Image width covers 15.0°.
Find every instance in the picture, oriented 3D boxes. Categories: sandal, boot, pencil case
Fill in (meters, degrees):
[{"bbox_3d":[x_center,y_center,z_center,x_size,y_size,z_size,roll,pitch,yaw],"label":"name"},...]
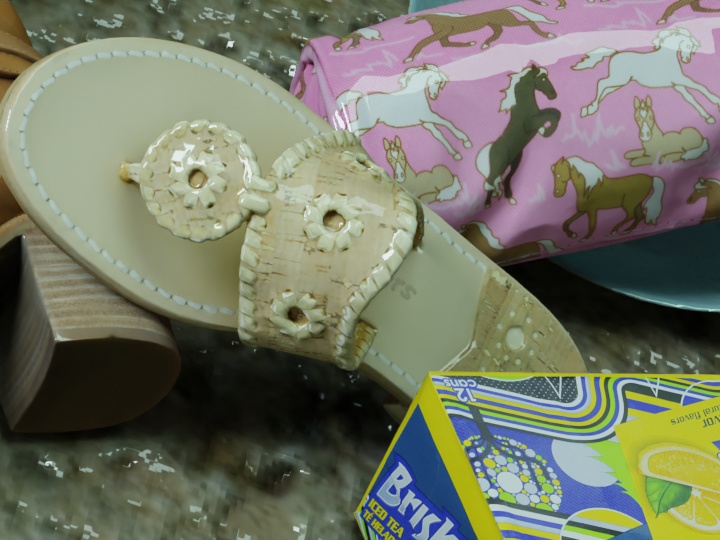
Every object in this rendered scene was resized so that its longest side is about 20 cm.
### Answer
[{"bbox_3d":[0.002,-0.005,0.773,0.212,0.070,0.078,33,69,-30],"label":"sandal"},{"bbox_3d":[-0.152,-0.032,0.770,0.200,0.077,0.155,1,47,-34],"label":"boot"},{"bbox_3d":[0.076,-0.047,0.880,0.200,0.087,0.083,-13,46,-15],"label":"pencil case"}]

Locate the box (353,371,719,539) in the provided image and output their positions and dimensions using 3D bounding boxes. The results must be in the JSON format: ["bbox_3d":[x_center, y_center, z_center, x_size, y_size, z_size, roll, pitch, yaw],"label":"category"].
[{"bbox_3d":[0.105,0.075,0.811,0.200,0.064,0.070,2,44,-29],"label":"box"}]

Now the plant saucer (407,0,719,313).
[{"bbox_3d":[0.112,-0.065,0.966,0.201,0.039,0.201,4,60,-7],"label":"plant saucer"}]
